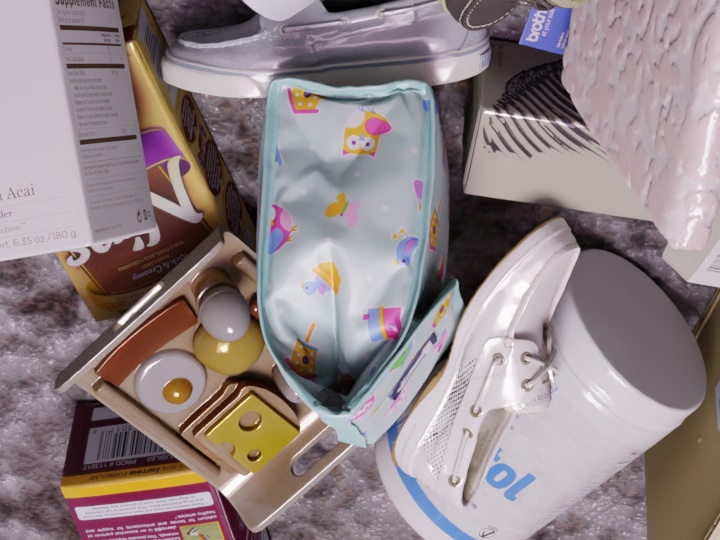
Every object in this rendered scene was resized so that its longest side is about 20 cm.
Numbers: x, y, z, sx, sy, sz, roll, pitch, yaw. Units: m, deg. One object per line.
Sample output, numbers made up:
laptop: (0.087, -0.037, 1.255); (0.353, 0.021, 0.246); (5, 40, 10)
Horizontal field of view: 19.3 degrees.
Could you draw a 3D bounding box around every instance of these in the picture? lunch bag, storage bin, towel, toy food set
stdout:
lunch bag: (0.000, 0.000, 1.251); (0.121, 0.202, 0.170); (-1, 171, 4)
storage bin: (0.260, 0.121, 1.372); (0.093, 0.201, 0.199); (16, 130, -7)
towel: (0.162, -0.143, 1.110); (0.032, 0.191, 0.201); (-2, 122, -15)
toy food set: (-0.081, 0.076, 1.365); (0.143, 0.061, 0.200); (-42, 127, 8)

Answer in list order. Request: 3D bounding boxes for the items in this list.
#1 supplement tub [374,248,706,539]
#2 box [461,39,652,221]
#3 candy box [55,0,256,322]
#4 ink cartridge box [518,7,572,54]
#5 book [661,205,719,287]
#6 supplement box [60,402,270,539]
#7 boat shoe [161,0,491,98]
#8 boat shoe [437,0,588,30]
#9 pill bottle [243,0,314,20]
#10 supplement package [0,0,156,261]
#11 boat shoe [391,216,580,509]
supplement tub: (0.116, 0.093, 1.403); (0.132, 0.132, 0.200); (32, 125, -22)
box: (0.163, -0.080, 1.285); (0.198, 0.082, 0.069); (7, 130, -4)
candy box: (-0.153, -0.066, 1.336); (0.116, 0.057, 0.201); (-14, 130, 14)
ink cartridge box: (0.202, -0.165, 1.235); (0.198, 0.042, 0.120); (11, 128, -9)
book: (0.279, -0.041, 1.246); (0.199, 0.048, 0.134); (9, 121, -46)
supplement box: (-0.133, 0.189, 1.533); (0.109, 0.086, 0.201); (-7, 129, 9)
boat shoe: (-0.023, -0.147, 1.258); (0.199, 0.070, 0.072); (-3, 110, 8)
boat shoe: (0.100, -0.170, 1.128); (0.071, 0.066, 0.201); (-21, 169, -28)
pill bottle: (0.011, -0.222, 1.152); (0.199, 0.112, 0.112); (-32, 122, 27)
supplement package: (-0.204, -0.108, 1.201); (0.120, 0.120, 0.202); (-9, 93, 14)
boat shoe: (0.092, 0.061, 1.298); (0.069, 0.071, 0.201); (40, 122, 24)
